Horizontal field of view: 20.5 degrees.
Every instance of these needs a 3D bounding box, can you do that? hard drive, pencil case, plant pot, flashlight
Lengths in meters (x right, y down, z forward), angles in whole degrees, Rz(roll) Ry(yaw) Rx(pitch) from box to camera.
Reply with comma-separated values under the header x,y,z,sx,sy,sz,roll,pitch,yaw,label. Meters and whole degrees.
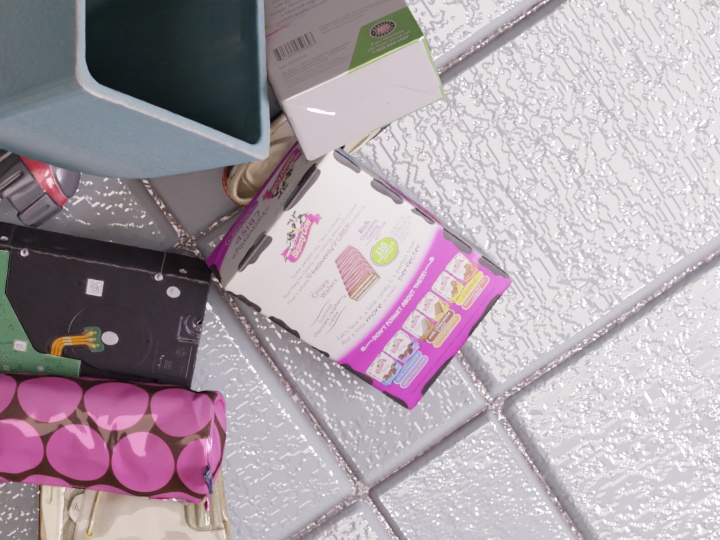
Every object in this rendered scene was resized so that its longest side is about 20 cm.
x,y,z,sx,sy,sz,roll,pitch,yaw,label
-0.224,0.038,1.559,0.200,0.038,0.140,9,123,-5,hard drive
-0.205,0.131,1.543,0.200,0.091,0.094,7,109,1,pencil case
-0.205,-0.168,1.430,0.200,0.196,0.196,-15,69,34,plant pot
-0.195,-0.115,1.547,0.200,0.068,0.068,-35,139,0,flashlight

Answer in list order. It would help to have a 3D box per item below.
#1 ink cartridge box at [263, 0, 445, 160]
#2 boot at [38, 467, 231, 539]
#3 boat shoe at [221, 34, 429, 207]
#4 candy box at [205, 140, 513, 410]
x,y,z,sx,sy,sz,roll,pitch,yaw,label
-0.025,-0.187,1.510,0.117,0.200,0.067,-25,136,1,ink cartridge box
-0.178,0.241,1.599,0.155,0.072,0.200,-1,92,-3,boot
-0.025,-0.119,1.556,0.200,0.063,0.071,-38,97,2,boat shoe
0.000,0.000,1.546,0.200,0.061,0.136,35,96,-29,candy box
